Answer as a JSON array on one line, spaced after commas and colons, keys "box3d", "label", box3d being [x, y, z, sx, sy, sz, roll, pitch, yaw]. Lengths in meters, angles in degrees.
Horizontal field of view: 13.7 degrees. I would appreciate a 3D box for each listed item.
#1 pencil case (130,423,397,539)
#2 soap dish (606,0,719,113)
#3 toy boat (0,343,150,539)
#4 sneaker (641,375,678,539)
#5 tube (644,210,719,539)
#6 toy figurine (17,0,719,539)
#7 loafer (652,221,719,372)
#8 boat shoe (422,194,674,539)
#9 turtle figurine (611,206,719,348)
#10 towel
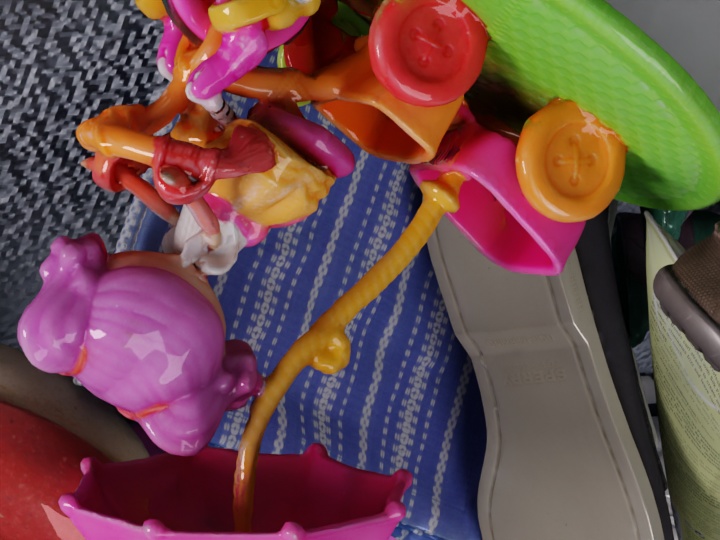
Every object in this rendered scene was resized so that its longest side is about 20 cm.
[{"box3d": [-0.035, 0.082, 1.025, 0.200, 0.088, 0.088, -13, 141, -26], "label": "pencil case"}, {"box3d": [0.104, -0.099, 0.833, 0.157, 0.200, 0.081, 52, 54, -53], "label": "soap dish"}, {"box3d": [-0.154, 0.102, 0.877, 0.200, 0.131, 0.131, -9, 146, 5], "label": "toy boat"}, {"box3d": [0.102, 0.091, 1.143, 0.200, 0.081, 0.076, -12, 142, -23], "label": "sneaker"}, {"box3d": [0.120, 0.051, 0.963, 0.200, 0.058, 0.052, 65, 44, -64], "label": "tube"}, {"box3d": [-0.023, -0.004, 0.814, 0.200, 0.150, 0.184, 39, 75, -25], "label": "toy figurine"}, {"box3d": [0.164, 0.002, 0.870, 0.200, 0.073, 0.071, 0, 129, -45], "label": "loafer"}, {"box3d": [0.076, 0.044, 0.969, 0.063, 0.073, 0.200, -32, 114, -43], "label": "boat shoe"}, {"box3d": [0.187, -0.016, 0.986, 0.200, 0.101, 0.150, -2, 134, -4], "label": "turtle figurine"}, {"box3d": [0.000, 0.000, 0.937, 0.200, 0.024, 0.145, 29, 77, -51], "label": "towel"}]
